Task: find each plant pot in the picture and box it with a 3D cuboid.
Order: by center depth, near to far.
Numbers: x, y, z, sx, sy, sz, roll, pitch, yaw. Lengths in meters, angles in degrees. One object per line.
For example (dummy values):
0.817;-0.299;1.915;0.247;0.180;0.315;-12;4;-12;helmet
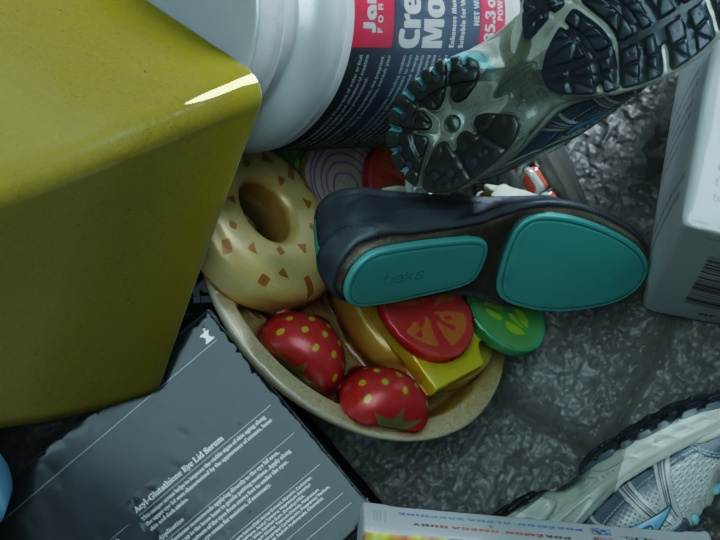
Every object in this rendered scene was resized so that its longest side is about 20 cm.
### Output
-0.199;-0.037;1.130;0.200;0.176;0.200;35;126;19;plant pot

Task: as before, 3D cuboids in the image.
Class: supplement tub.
-0.026;-0.132;1.227;0.140;0.200;0.141;5;97;42;supplement tub

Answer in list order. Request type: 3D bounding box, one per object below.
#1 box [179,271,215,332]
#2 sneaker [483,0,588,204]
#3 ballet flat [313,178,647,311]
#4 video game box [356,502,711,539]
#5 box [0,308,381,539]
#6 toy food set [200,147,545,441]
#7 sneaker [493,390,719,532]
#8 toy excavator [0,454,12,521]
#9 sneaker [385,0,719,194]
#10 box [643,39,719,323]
-0.147;-0.058;1.339;0.200;0.048;0.194;-4;76;3;box
0.092;-0.107;1.327;0.082;0.077;0.200;-25;81;-14;sneaker
0.060;-0.019;1.246;0.200;0.073;0.073;-1;75;-32;ballet flat
0.081;0.226;1.218;0.182;0.047;0.200;4;103;-3;video game box
-0.108;0.137;1.258;0.200;0.079;0.141;-40;89;1;box
0.000;0.000;1.268;0.198;0.049;0.200;-26;75;-47;toy food set
0.145;0.136;1.269;0.200;0.078;0.086;-32;89;3;sneaker
-0.258;0.083;1.240;0.194;0.100;0.200;-12;41;27;toy excavator
0.108;-0.108;1.187;0.200;0.086;0.078;-29;81;24;sneaker
0.264;-0.063;1.242;0.200;0.199;0.172;9;77;3;box
